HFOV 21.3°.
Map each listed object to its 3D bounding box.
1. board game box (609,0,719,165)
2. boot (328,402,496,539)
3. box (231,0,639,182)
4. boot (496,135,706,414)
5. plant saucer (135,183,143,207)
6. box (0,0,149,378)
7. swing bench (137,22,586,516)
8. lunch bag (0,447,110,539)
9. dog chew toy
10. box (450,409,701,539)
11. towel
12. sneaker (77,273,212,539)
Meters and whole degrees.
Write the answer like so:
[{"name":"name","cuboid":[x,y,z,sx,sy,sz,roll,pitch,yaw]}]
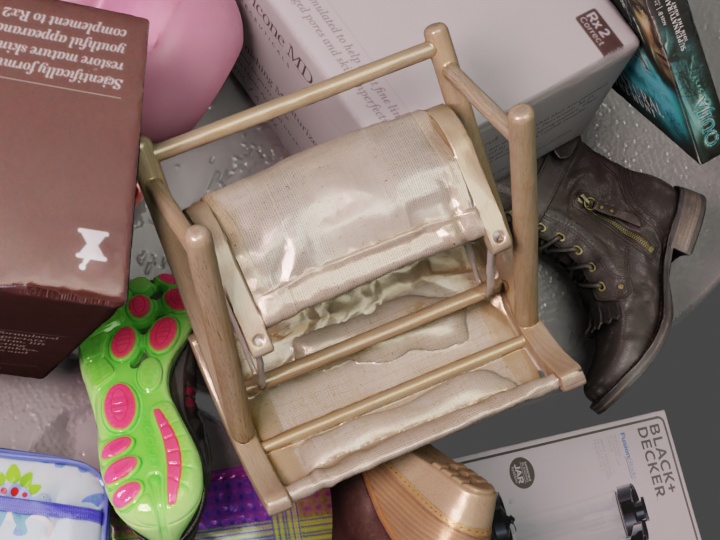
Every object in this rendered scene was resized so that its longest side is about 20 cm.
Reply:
[{"name":"board game box","cuboid":[0.171,-0.169,1.273,0.028,0.200,0.135,-30,125,-5]},{"name":"boot","cuboid":[-0.006,0.167,1.159,0.072,0.200,0.167,10,106,-39]},{"name":"box","cuboid":[0.035,-0.153,1.246,0.200,0.131,0.199,-29,74,-22]},{"name":"boot","cuboid":[0.134,-0.017,1.316,0.174,0.069,0.200,26,63,-7]},{"name":"plant saucer","cuboid":[-0.269,-0.052,1.176,0.200,0.037,0.200,46,64,-5]},{"name":"box","cuboid":[-0.225,-0.046,1.062,0.166,0.200,0.165,9,72,-20]},{"name":"swing bench","cuboid":[0.000,0.000,1.080,0.199,0.130,0.200,-21,125,-11]},{"name":"lunch bag","cuboid":[-0.246,0.174,1.098,0.200,0.082,0.161,12,68,-19]},{"name":"dog chew toy","cuboid":[-0.174,-0.165,1.178,0.200,0.125,0.125,30,66,-11]},{"name":"box","cuboid":[0.120,0.166,1.241,0.200,0.060,0.117,-8,78,-30]},{"name":"towel","cuboid":[-0.058,0.192,1.197,0.200,0.023,0.144,-6,78,-22]},{"name":"sneaker","cuboid":[-0.130,0.085,1.164,0.077,0.084,0.200,-5,50,0]}]
